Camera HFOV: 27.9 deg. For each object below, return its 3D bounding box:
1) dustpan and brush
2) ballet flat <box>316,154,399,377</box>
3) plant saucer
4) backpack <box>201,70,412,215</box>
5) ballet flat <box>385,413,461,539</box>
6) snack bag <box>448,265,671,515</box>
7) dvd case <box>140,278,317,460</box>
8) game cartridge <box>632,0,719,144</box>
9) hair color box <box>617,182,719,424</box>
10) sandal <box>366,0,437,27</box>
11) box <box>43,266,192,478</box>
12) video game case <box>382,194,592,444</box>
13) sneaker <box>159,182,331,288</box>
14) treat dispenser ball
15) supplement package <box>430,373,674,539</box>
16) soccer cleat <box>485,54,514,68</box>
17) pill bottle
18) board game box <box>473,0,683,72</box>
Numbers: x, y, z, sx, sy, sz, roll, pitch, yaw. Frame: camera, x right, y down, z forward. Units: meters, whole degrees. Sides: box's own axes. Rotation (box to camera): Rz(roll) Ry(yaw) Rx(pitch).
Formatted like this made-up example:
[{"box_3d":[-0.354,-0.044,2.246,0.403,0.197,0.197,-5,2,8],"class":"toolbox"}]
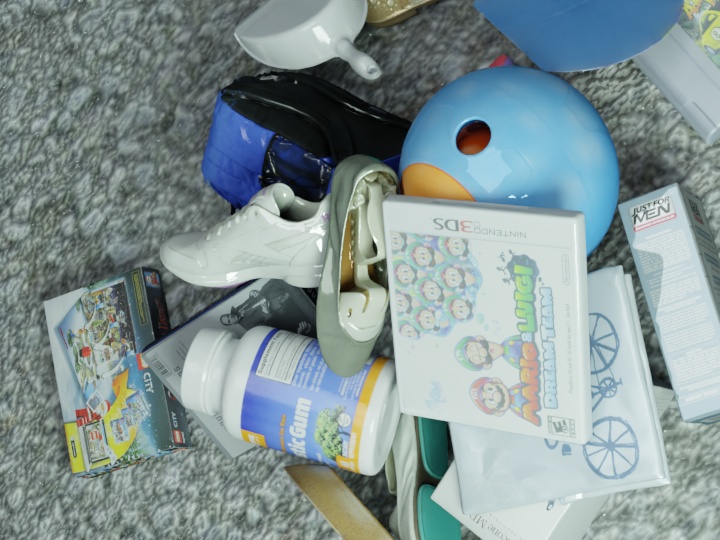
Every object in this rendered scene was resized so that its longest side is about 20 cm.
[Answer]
[{"box_3d":[-0.033,-0.239,1.463,0.139,0.057,0.200,-40,32,-5],"class":"dustpan and brush"},{"box_3d":[0.000,0.000,1.282,0.063,0.067,0.203,15,104,56],"class":"ballet flat"},{"box_3d":[0.006,0.248,1.358,0.035,0.200,0.200,-42,67,-6],"class":"plant saucer"},{"box_3d":[-0.062,-0.099,1.445,0.199,0.162,0.169,32,117,23],"class":"backpack"},{"box_3d":[0.055,0.214,1.380,0.069,0.069,0.202,-22,47,21],"class":"ballet flat"},{"box_3d":[0.159,0.112,1.262,0.198,0.021,0.191,-17,75,26],"class":"snack bag"},{"box_3d":[-0.104,0.092,1.459,0.199,0.025,0.151,-31,106,27],"class":"dvd case"},{"box_3d":[0.354,-0.232,1.338,0.200,0.041,0.134,-44,64,14],"class":"game cartridge"},{"box_3d":[0.296,0.032,1.294,0.060,0.099,0.202,-19,75,22],"class":"hair color box"},{"box_3d":[0.078,-0.317,1.457,0.210,0.069,0.078,-30,72,19],"class":"sandal"},{"box_3d":[-0.266,0.112,1.581,0.135,0.038,0.202,-18,76,22],"class":"box"},{"box_3d":[0.107,0.040,1.228,0.180,0.024,0.202,7,113,30],"class":"video game case"},{"box_3d":[-0.098,-0.037,1.353,0.198,0.075,0.101,-1,117,21],"class":"sneaker"},{"box_3d":[0.132,-0.081,1.301,0.199,0.200,0.204,-3,82,24],"class":"treat dispenser ball"},{"box_3d":[0.177,0.158,1.324,0.116,0.117,0.201,35,99,24],"class":"supplement package"},{"box_3d":[0.114,-0.112,1.427,0.076,0.067,0.202,26,89,-7],"class":"soccer cleat"},{"box_3d":[-0.065,0.117,1.379,0.198,0.112,0.114,13,89,13],"class":"pill bottle"},{"box_3d":[0.207,-0.236,1.371,0.157,0.039,0.200,-25,45,-12],"class":"board game box"}]
